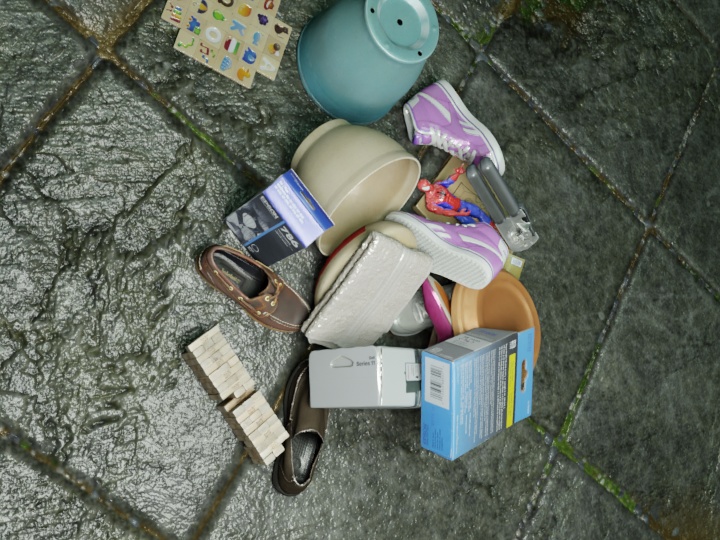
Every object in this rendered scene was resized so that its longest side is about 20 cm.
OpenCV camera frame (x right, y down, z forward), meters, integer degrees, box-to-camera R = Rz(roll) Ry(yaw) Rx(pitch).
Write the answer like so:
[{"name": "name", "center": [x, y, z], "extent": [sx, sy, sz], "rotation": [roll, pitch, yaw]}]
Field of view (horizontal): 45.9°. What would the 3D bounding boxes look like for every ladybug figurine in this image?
[{"name": "ladybug figurine", "center": [0.000, 0.000, 1.302], "extent": [0.200, 0.072, 0.135], "rotation": [-45, 135, 8]}]

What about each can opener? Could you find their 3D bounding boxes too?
[{"name": "can opener", "center": [0.236, -0.113, 1.417], "extent": [0.201, 0.052, 0.068], "rotation": [52, 24, -32]}]

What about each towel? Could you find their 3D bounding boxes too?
[{"name": "towel", "center": [0.010, 0.040, 1.265], "extent": [0.131, 0.035, 0.202], "rotation": [21, 112, -42]}]

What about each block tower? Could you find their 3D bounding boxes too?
[{"name": "block tower", "center": [-0.178, 0.178, 1.213], "extent": [0.054, 0.057, 0.203], "rotation": [-36, 101, -29]}]

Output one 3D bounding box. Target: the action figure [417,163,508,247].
[{"name": "action figure", "center": [0.186, -0.105, 1.424], "extent": [0.197, 0.099, 0.067], "rotation": [29, 67, -18]}]

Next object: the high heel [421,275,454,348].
[{"name": "high heel", "center": [0.109, 0.101, 1.341], "extent": [0.068, 0.094, 0.202], "rotation": [-89, 156, -53]}]

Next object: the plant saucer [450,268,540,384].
[{"name": "plant saucer", "center": [0.222, 0.083, 1.338], "extent": [0.197, 0.037, 0.205], "rotation": [17, 64, -38]}]

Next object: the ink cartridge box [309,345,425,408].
[{"name": "ink cartridge box", "center": [0.038, 0.160, 1.251], "extent": [0.198, 0.144, 0.085], "rotation": [11, 75, -47]}]

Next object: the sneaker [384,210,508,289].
[{"name": "sneaker", "center": [0.138, -0.049, 1.336], "extent": [0.198, 0.074, 0.114], "rotation": [30, 45, 19]}]

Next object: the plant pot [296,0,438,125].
[{"name": "plant pot", "center": [0.024, -0.359, 1.351], "extent": [0.196, 0.187, 0.206], "rotation": [6, 78, -28]}]

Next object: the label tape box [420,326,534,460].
[{"name": "label tape box", "center": [0.171, 0.167, 1.236], "extent": [0.197, 0.062, 0.148], "rotation": [-15, 111, -44]}]

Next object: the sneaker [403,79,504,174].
[{"name": "sneaker", "center": [0.149, -0.217, 1.441], "extent": [0.113, 0.073, 0.202], "rotation": [-32, 73, -22]}]

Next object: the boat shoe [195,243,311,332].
[{"name": "boat shoe", "center": [-0.151, 0.029, 1.249], "extent": [0.198, 0.070, 0.072], "rotation": [31, 66, -22]}]

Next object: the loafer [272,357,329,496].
[{"name": "loafer", "center": [-0.074, 0.230, 1.251], "extent": [0.072, 0.071, 0.205], "rotation": [15, 74, -25]}]

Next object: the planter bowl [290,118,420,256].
[{"name": "planter bowl", "center": [-0.024, -0.142, 1.297], "extent": [0.198, 0.202, 0.135], "rotation": [-30, 69, -30]}]

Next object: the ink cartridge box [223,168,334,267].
[{"name": "ink cartridge box", "center": [-0.120, -0.068, 1.208], "extent": [0.039, 0.199, 0.100], "rotation": [-44, 100, -31]}]

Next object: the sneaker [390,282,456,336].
[{"name": "sneaker", "center": [0.132, 0.053, 1.389], "extent": [0.196, 0.091, 0.078], "rotation": [-16, 89, -30]}]

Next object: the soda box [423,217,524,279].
[{"name": "soda box", "center": [0.170, -0.024, 1.420], "extent": [0.196, 0.068, 0.065], "rotation": [22, 86, -17]}]

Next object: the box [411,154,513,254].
[{"name": "box", "center": [0.199, -0.097, 1.495], "extent": [0.200, 0.021, 0.165], "rotation": [45, 63, -14]}]

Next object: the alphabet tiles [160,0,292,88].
[{"name": "alphabet tiles", "center": [-0.206, -0.387, 1.332], "extent": [0.197, 0.006, 0.170], "rotation": [25, 69, -23]}]
